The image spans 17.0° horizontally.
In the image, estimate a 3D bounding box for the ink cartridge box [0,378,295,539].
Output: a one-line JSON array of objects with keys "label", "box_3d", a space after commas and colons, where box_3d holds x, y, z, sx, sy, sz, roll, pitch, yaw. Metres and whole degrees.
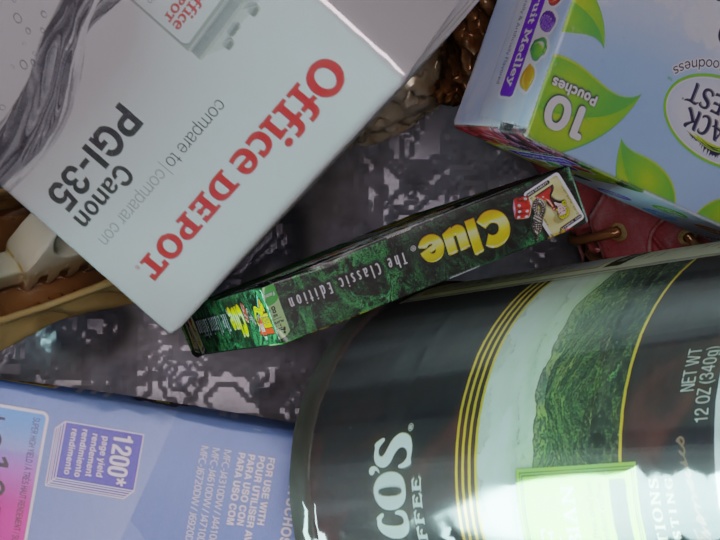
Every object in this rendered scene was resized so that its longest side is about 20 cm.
[{"label": "ink cartridge box", "box_3d": [-0.055, 0.120, 0.880, 0.199, 0.076, 0.137, 9, 87, -2]}]

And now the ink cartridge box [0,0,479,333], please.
[{"label": "ink cartridge box", "box_3d": [-0.082, -0.101, 0.783, 0.200, 0.083, 0.147, 41, 126, -4]}]

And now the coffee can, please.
[{"label": "coffee can", "box_3d": [0.094, 0.066, 0.778, 0.146, 0.200, 0.147, 7, 79, -39]}]

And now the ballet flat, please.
[{"label": "ballet flat", "box_3d": [-0.126, -0.009, 0.845, 0.200, 0.063, 0.069, -19, 66, -38]}]

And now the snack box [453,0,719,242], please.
[{"label": "snack box", "box_3d": [0.130, -0.116, 0.816, 0.142, 0.053, 0.201, 22, 86, -28]}]

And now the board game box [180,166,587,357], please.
[{"label": "board game box", "box_3d": [0.000, 0.000, 0.817, 0.104, 0.200, 0.024, -24, 92, -11]}]

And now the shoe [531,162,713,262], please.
[{"label": "shoe", "box_3d": [0.104, -0.006, 0.891, 0.200, 0.071, 0.091, 33, 84, -3]}]

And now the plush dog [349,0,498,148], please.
[{"label": "plush dog", "box_3d": [-0.018, -0.129, 0.866, 0.199, 0.160, 0.173, -8, 93, 27]}]
